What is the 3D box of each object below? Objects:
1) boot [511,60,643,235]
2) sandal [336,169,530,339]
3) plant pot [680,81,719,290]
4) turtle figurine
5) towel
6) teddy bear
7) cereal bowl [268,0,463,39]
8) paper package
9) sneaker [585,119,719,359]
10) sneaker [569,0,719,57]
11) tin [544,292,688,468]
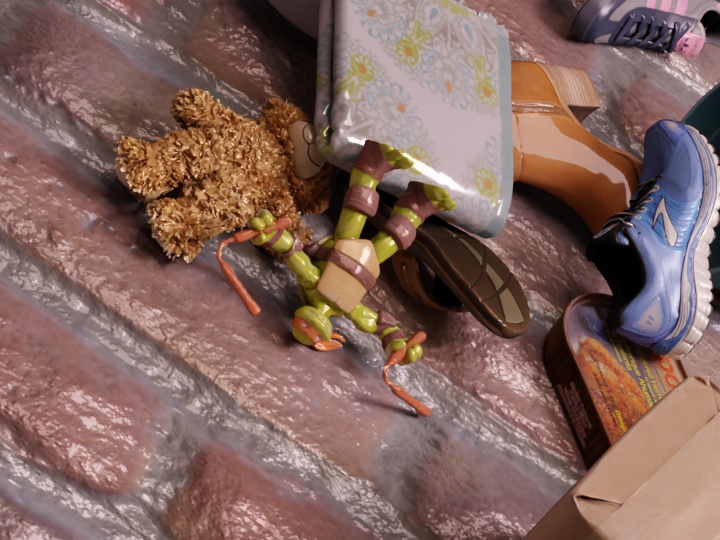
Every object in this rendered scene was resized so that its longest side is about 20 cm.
[{"bbox_3d":[0.143,-0.088,1.794,0.155,0.077,0.200,-4,64,-31],"label":"boot"},{"bbox_3d":[0.049,-0.007,1.658,0.200,0.055,0.082,39,23,25],"label":"sandal"},{"bbox_3d":[0.375,-0.045,1.843,0.188,0.200,0.200,32,37,-31],"label":"plant pot"},{"bbox_3d":[0.000,0.000,1.572,0.200,0.064,0.161,38,74,-17],"label":"turtle figurine"},{"bbox_3d":[0.040,-0.137,1.679,0.171,0.048,0.200,22,52,-30],"label":"towel"},{"bbox_3d":[-0.090,-0.071,1.600,0.200,0.067,0.145,1,54,-37],"label":"teddy bear"},{"bbox_3d":[-0.015,-0.249,1.820,0.200,0.083,0.200,22,41,-20],"label":"cereal bowl"},{"bbox_3d":[0.158,0.191,1.424,0.103,0.200,0.191,45,39,9],"label":"paper package"},{"bbox_3d":[0.227,-0.033,1.718,0.089,0.079,0.200,16,60,-15],"label":"sneaker"},{"bbox_3d":[0.275,-0.231,2.035,0.200,0.070,0.082,-20,62,-45],"label":"sneaker"},{"bbox_3d":[0.208,0.106,1.678,0.112,0.042,0.200,3,50,-30],"label":"tin"}]
